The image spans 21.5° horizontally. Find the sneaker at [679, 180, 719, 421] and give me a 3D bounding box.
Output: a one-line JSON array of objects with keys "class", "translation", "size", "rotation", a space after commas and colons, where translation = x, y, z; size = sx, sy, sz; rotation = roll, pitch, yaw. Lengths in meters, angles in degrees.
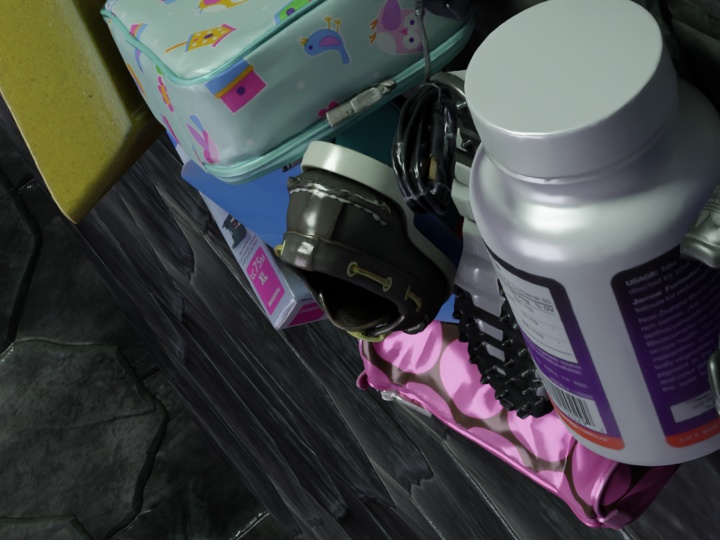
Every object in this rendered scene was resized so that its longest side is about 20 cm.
[{"class": "sneaker", "translation": [0.185, 0.043, 0.728], "size": [0.200, 0.099, 0.070], "rotation": [56, 170, -16]}]

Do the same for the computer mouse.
[{"class": "computer mouse", "translation": [0.036, -0.108, 0.789], "size": [0.059, 0.034, 0.201], "rotation": [51, -146, -51]}]

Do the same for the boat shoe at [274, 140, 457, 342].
[{"class": "boat shoe", "translation": [0.000, 0.000, 0.936], "size": [0.071, 0.061, 0.201], "rotation": [19, 167, 17]}]

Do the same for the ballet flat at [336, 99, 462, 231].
[{"class": "ballet flat", "translation": [0.031, -0.046, 1.139], "size": [0.200, 0.072, 0.072], "rotation": [41, 164, 45]}]

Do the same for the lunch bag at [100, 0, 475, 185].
[{"class": "lunch bag", "translation": [-0.035, -0.125, 0.956], "size": [0.077, 0.160, 0.200], "rotation": [64, 170, -27]}]

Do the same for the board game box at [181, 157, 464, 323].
[{"class": "board game box", "translation": [0.005, -0.032, 1.023], "size": [0.158, 0.039, 0.200], "rotation": [5, 157, 41]}]

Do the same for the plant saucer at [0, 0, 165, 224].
[{"class": "plant saucer", "translation": [-0.154, -0.151, 1.052], "size": [0.200, 0.048, 0.201], "rotation": [-63, -48, -66]}]

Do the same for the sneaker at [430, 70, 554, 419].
[{"class": "sneaker", "translation": [0.089, -0.019, 0.923], "size": [0.066, 0.090, 0.201], "rotation": [31, 142, 48]}]

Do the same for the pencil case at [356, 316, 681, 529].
[{"class": "pencil case", "translation": [0.093, 0.073, 1.111], "size": [0.200, 0.094, 0.091], "rotation": [31, 172, 31]}]

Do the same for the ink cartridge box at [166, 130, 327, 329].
[{"class": "ink cartridge box", "translation": [-0.044, -0.061, 1.188], "size": [0.200, 0.119, 0.042], "rotation": [61, 140, 22]}]

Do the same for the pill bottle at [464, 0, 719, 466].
[{"class": "pill bottle", "translation": [0.111, -0.017, 0.815], "size": [0.111, 0.111, 0.200], "rotation": [41, 163, 44]}]
